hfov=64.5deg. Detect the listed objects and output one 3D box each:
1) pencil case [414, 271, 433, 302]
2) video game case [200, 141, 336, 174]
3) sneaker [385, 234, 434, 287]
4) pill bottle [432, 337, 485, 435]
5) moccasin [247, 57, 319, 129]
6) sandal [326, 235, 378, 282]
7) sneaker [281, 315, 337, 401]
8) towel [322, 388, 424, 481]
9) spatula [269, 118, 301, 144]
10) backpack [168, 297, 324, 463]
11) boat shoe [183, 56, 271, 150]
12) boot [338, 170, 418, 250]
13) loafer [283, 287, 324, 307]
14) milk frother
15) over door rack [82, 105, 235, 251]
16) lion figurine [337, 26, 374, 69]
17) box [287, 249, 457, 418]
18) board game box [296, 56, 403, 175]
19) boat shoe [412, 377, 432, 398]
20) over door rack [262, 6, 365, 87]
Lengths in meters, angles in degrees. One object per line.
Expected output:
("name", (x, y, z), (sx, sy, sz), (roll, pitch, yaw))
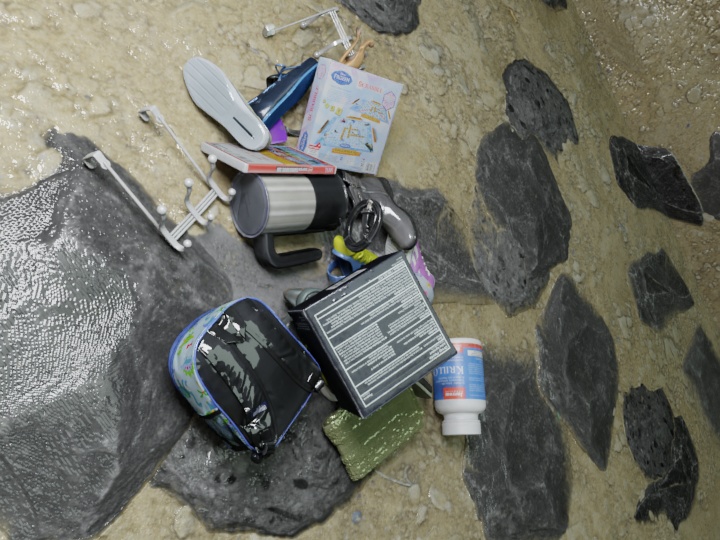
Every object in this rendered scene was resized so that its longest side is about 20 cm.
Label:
("pencil case", (0.060, 0.080, 1.113), (0.200, 0.083, 0.091), (-36, 122, -39))
("video game case", (-0.161, -0.200, 1.020), (0.200, 0.143, 0.017), (-9, 119, -44))
("sneaker", (0.116, -0.018, 1.272), (0.114, 0.073, 0.201), (7, 82, -46))
("pill bottle", (0.214, 0.254, 1.242), (0.112, 0.112, 0.201), (14, 66, -40))
("moccasin", (-0.154, -0.350, 1.088), (0.068, 0.081, 0.200), (37, 62, 4))
("sandal", (0.000, 0.000, 1.159), (0.200, 0.079, 0.087), (26, 97, -44))
("sneaker", (-0.064, 0.152, 1.028), (0.200, 0.085, 0.075), (50, 48, -20))
("towel", (0.030, 0.284, 1.078), (0.200, 0.036, 0.149), (-35, 108, -28))
("spatula", (-0.128, -0.280, 1.151), (0.200, 0.021, 0.057), (-12, 81, -46))
("backpack", (-0.186, 0.153, 0.866), (0.200, 0.147, 0.183), (57, 47, -19))
("boat shoe", (-0.237, -0.290, 1.018), (0.200, 0.072, 0.062), (51, 8, -1))
("boot", (0.027, -0.121, 1.197), (0.131, 0.070, 0.200), (-2, 50, -43))
("loafer", (-0.063, 0.064, 1.072), (0.200, 0.063, 0.072), (25, 86, -53))
("milk frother", (-0.091, -0.103, 1.002), (0.188, 0.200, 0.181), (-10, 84, -45))
("over door rack", (-0.303, -0.149, 0.899), (0.200, 0.067, 0.148), (49, 48, -21))
("lion figurine", (-0.015, -0.394, 1.208), (0.122, 0.072, 0.200), (-37, 131, -13))
("box", (0.018, 0.103, 0.955), (0.200, 0.123, 0.199), (-30, 95, -19))
("board game box", (-0.022, -0.308, 1.168), (0.200, 0.041, 0.200), (2, 112, -43))
("boat shoe", (0.080, 0.195, 1.161), (0.201, 0.072, 0.061), (38, 57, -26))
("over door rack", (-0.102, -0.463, 1.212), (0.200, 0.067, 0.148), (-32, 100, -31))
